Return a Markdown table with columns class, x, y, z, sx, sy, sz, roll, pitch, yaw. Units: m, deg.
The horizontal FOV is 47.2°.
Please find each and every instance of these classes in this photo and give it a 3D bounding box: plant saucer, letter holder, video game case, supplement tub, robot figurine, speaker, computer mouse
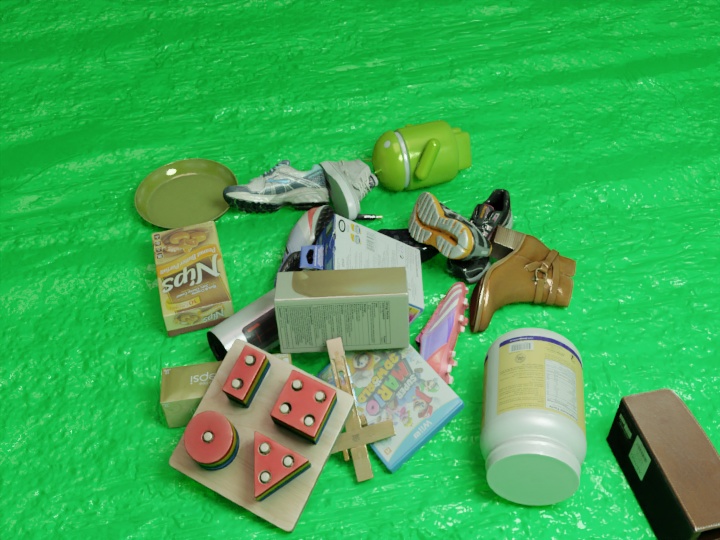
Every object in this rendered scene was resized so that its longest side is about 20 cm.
| class | x | y | z | sx | sy | sz | roll | pitch | yaw |
| --- | --- | --- | --- | --- | --- | --- | --- | --- | --- |
| plant saucer | -0.327 | -0.138 | 1.564 | 0.194 | 0.032 | 0.203 | -2 | 45 | 2 |
| letter holder | 0.441 | 0.265 | 1.092 | 0.138 | 0.102 | 0.202 | -9 | 46 | -9 |
| video game case | 0.040 | 0.178 | 1.219 | 0.142 | 0.018 | 0.200 | -40 | 53 | -7 |
| supplement tub | 0.236 | 0.199 | 1.132 | 0.141 | 0.147 | 0.203 | 5 | 46 | 7 |
| robot figurine | 0.110 | -0.215 | 1.556 | 0.195 | 0.118 | 0.176 | -13 | 25 | -11 |
| speaker | -0.145 | 0.081 | 1.309 | 0.198 | 0.082 | 0.081 | -33 | 52 | -27 |
| computer mouse | 0.052 | -0.054 | 1.462 | 0.194 | 0.047 | 0.142 | -3 | 32 | -2 |

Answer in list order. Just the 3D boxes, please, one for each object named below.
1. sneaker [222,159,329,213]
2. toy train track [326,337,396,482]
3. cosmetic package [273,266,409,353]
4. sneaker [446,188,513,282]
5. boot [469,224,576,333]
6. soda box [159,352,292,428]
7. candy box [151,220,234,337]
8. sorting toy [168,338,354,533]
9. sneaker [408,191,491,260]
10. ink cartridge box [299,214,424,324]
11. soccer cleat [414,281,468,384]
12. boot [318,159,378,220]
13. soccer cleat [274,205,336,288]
| class | x | y | z | sx | sy | sz | roll | pitch | yaw |
| --- | --- | --- | --- | --- | --- | --- | --- | --- | --- |
| sneaker | -0.157 | -0.156 | 1.523 | 0.195 | 0.078 | 0.089 | -2 | 79 | -12 |
| toy train track | -0.015 | 0.199 | 1.181 | 0.112 | 0.033 | 0.205 | -14 | 73 | 1 |
| cosmetic package | -0.026 | 0.058 | 1.222 | 0.194 | 0.107 | 0.072 | -2 | 36 | 1 |
| sneaker | 0.207 | -0.071 | 1.434 | 0.079 | 0.088 | 0.201 | 17 | 49 | 20 |
| boot | 0.266 | 0.035 | 1.351 | 0.152 | 0.077 | 0.203 | 23 | 59 | -1 |
| soda box | -0.195 | 0.178 | 1.226 | 0.194 | 0.069 | 0.065 | -7 | 46 | -4 |
| candy box | -0.286 | 0.010 | 1.401 | 0.113 | 0.056 | 0.202 | -13 | 46 | -9 |
| sorting toy | -0.137 | 0.215 | 1.124 | 0.196 | 0.070 | 0.202 | 24 | 71 | 12 |
| sneaker | 0.145 | -0.067 | 1.380 | 0.076 | 0.080 | 0.200 | 13 | 22 | -31 |
| ink cartridge box | 0.000 | 0.000 | 1.323 | 0.196 | 0.077 | 0.138 | 23 | 40 | -21 |
| soccer cleat | 0.125 | 0.093 | 1.299 | 0.074 | 0.068 | 0.203 | 6 | 49 | 15 |
| boot | -0.010 | -0.158 | 1.522 | 0.093 | 0.075 | 0.201 | -12 | 33 | -12 |
| soccer cleat | -0.106 | -0.029 | 1.436 | 0.072 | 0.069 | 0.203 | -6 | 46 | 40 |
